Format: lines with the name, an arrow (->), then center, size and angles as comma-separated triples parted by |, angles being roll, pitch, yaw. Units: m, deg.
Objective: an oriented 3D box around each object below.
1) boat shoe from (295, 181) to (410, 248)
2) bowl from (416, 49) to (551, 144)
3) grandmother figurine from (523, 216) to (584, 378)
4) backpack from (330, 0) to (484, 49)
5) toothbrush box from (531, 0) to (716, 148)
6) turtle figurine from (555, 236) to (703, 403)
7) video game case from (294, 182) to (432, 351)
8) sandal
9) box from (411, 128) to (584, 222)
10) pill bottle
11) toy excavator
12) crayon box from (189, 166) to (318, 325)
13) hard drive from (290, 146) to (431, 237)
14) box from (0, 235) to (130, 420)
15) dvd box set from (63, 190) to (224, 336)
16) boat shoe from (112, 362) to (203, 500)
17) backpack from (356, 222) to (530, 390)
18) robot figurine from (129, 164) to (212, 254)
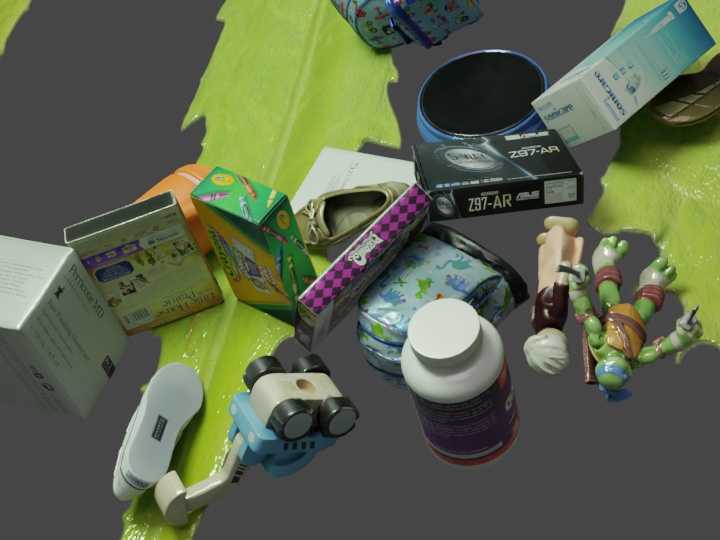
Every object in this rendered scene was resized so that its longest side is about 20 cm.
boat shoe -> -0.024, -0.074, 1.538 | 0.199, 0.063, 0.074 | -10, 83, 35
bowl -> 0.175, -0.239, 1.676 | 0.199, 0.040, 0.202 | -9, 49, 10
grandmother figurine -> 0.227, 0.033, 1.380 | 0.060, 0.122, 0.201 | 7, 57, 6
backpack -> 0.062, -0.410, 1.770 | 0.199, 0.182, 0.136 | -26, 63, 13
toothbrush box -> 0.345, -0.260, 1.561 | 0.200, 0.086, 0.146 | -39, 7, -18
turtle figurine -> 0.308, 0.027, 1.315 | 0.143, 0.201, 0.194 | -3, 34, 19
video game case -> 0.000, 0.000, 1.427 | 0.036, 0.181, 0.200 | 43, 74, 8
sandal -> 0.464, -0.234, 1.579 | 0.199, 0.054, 0.080 | -33, 53, -31
box -> 0.173, -0.125, 1.519 | 0.198, 0.044, 0.161 | -6, 28, -1
pill bottle -> 0.108, 0.122, 1.279 | 0.111, 0.201, 0.113 | -8, 49, 10
toy excavator -> -0.122, 0.206, 1.357 | 0.193, 0.201, 0.100 | 3, 32, -38
crayon box -> -0.126, -0.028, 1.480 | 0.118, 0.201, 0.058 | 23, 59, 32
hard drive -> 0.012, -0.102, 1.619 | 0.198, 0.027, 0.132 | 12, 56, 26
box -> -0.433, 0.067, 1.494 | 0.198, 0.200, 0.131 | 9, 54, 24
dvd box set -> -0.271, -0.005, 1.505 | 0.145, 0.201, 0.030 | -20, 49, 0
boat shoe -> -0.251, 0.191, 1.420 | 0.065, 0.073, 0.201 | -44, 13, 34
backpack -> 0.081, 0.046, 1.408 | 0.163, 0.154, 0.200 | 33, 77, 29
robot figurine -> -0.246, -0.066, 1.602 | 0.116, 0.144, 0.200 | 35, 60, 22
